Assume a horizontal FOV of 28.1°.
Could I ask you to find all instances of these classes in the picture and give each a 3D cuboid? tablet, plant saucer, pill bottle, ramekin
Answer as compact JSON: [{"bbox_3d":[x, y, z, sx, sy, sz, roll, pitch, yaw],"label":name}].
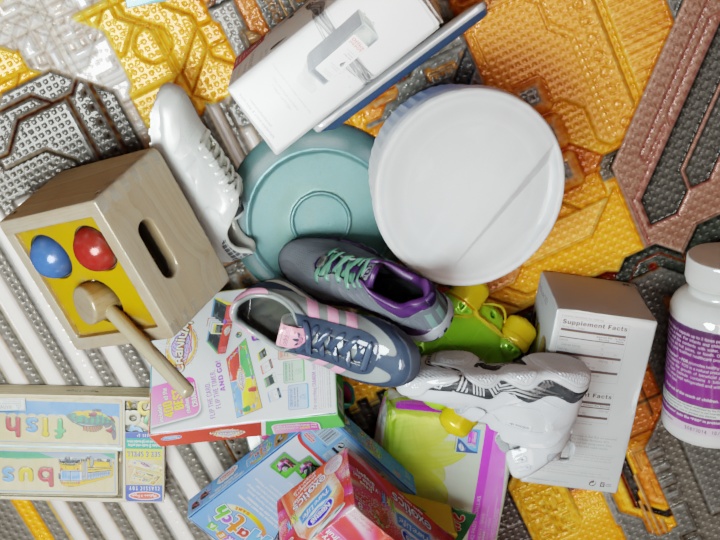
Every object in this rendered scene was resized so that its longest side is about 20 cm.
[{"bbox_3d":[0.041,-0.197,1.398,0.199,0.130,0.014,-36,92,8],"label":"tablet"},{"bbox_3d":[-0.042,-0.056,1.506,0.197,0.027,0.202,-1,111,-3],"label":"plant saucer"},{"bbox_3d":[0.383,0.078,1.538,0.111,0.112,0.202,-2,112,-3],"label":"pill bottle"},{"bbox_3d":[0.098,-0.094,1.448,0.200,0.094,0.205,-5,110,-13],"label":"ramekin"}]

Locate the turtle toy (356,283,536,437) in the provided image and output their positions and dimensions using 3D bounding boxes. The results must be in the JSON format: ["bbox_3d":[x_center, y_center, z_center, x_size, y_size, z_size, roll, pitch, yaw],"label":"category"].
[{"bbox_3d":[0.080,0.071,1.519,0.200,0.101,0.146,41,81,-21],"label":"turtle toy"}]

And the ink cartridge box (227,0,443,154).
[{"bbox_3d":[-0.025,-0.218,1.377,0.199,0.146,0.085,-35,107,10],"label":"ink cartridge box"}]

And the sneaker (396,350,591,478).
[{"bbox_3d":[0.132,0.146,1.450,0.197,0.075,0.116,0,109,-7],"label":"sneaker"}]

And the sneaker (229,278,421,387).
[{"bbox_3d":[-0.040,0.069,1.403,0.198,0.082,0.071,19,106,23],"label":"sneaker"}]

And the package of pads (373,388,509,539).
[{"bbox_3d":[0.084,0.235,1.606,0.152,0.068,0.202,5,111,-5],"label":"package of pads"}]

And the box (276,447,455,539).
[{"bbox_3d":[0.018,0.286,1.439,0.099,0.096,0.200,-37,118,16],"label":"box"}]

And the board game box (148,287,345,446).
[{"bbox_3d":[-0.118,0.094,1.486,0.197,0.155,0.040,-7,154,9],"label":"board game box"}]

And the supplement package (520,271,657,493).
[{"bbox_3d":[0.234,0.118,1.544,0.108,0.114,0.202,7,109,-5],"label":"supplement package"}]

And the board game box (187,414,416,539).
[{"bbox_3d":[-0.063,0.243,1.543,0.199,0.037,0.151,-39,116,16],"label":"board game box"}]

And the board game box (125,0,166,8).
[{"bbox_3d":[-0.170,-0.365,1.364,0.149,0.047,0.202,-11,112,1],"label":"board game box"}]

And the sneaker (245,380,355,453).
[{"bbox_3d":[-0.061,0.165,1.566,0.119,0.084,0.202,-11,111,11],"label":"sneaker"}]

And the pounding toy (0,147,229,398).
[{"bbox_3d":[-0.234,0.009,1.415,0.183,0.142,0.201,-9,118,41],"label":"pounding toy"}]

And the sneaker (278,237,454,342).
[{"bbox_3d":[0.000,0.000,1.430,0.198,0.088,0.075,20,72,22],"label":"sneaker"}]

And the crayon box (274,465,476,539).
[{"bbox_3d":[0.016,0.293,1.530,0.198,0.051,0.128,17,118,-17],"label":"crayon box"}]

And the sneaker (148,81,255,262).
[{"bbox_3d":[-0.159,-0.098,1.449,0.080,0.077,0.202,0,125,16],"label":"sneaker"}]

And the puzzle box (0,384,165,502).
[{"bbox_3d":[-0.314,0.192,1.589,0.197,0.025,0.135,1,112,-4],"label":"puzzle box"}]
